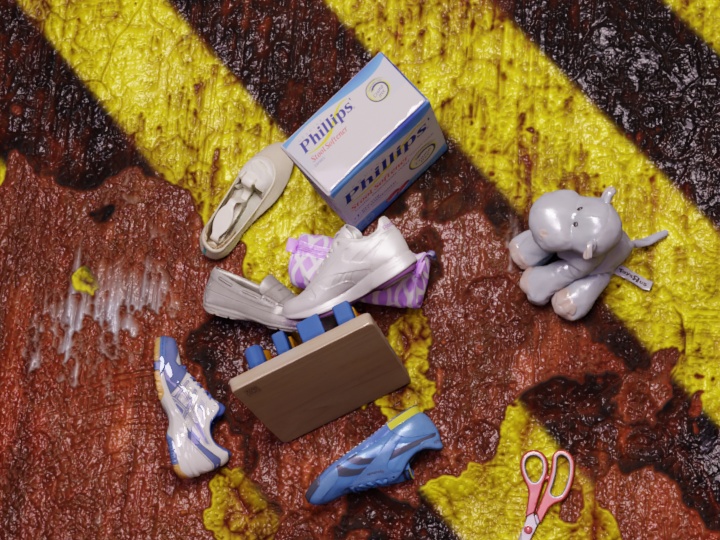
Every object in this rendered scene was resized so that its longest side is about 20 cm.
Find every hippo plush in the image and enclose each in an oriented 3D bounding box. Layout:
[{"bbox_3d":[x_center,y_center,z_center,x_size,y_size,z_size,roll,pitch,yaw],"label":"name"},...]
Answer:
[{"bbox_3d":[0.286,-0.024,1.622,0.199,0.161,0.160,17,81,14],"label":"hippo plush"}]

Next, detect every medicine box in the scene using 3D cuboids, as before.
[{"bbox_3d":[0.010,-0.168,1.688,0.182,0.200,0.103,-43,73,-1],"label":"medicine box"}]

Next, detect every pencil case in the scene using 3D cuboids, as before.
[{"bbox_3d":[0.000,0.000,1.713,0.198,0.086,0.085,8,73,14],"label":"pencil case"}]

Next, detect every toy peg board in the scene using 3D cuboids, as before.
[{"bbox_3d":[-0.061,0.114,1.652,0.199,0.199,0.098,-27,58,4],"label":"toy peg board"}]

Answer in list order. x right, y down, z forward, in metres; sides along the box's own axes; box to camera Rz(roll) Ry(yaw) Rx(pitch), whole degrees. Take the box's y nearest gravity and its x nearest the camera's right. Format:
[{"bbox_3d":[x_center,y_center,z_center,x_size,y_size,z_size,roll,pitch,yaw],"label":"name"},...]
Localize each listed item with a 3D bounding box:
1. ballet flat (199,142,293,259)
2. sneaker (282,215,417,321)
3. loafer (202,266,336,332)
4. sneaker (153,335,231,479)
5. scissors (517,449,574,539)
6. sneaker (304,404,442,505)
[{"bbox_3d":[-0.164,-0.104,1.779,0.069,0.069,0.201,32,85,16],"label":"ballet flat"},{"bbox_3d":[-0.024,-0.001,1.651,0.199,0.075,0.100,-28,87,17],"label":"sneaker"},{"bbox_3d":[-0.126,0.042,1.735,0.198,0.070,0.070,12,97,14],"label":"loafer"},{"bbox_3d":[-0.234,0.184,1.734,0.087,0.075,0.202,-14,82,-4],"label":"sneaker"},{"bbox_3d":[0.231,0.330,1.630,0.073,0.014,0.202,11,78,11],"label":"scissors"},{"bbox_3d":[0.019,0.265,1.661,0.199,0.066,0.079,-36,77,2],"label":"sneaker"}]
